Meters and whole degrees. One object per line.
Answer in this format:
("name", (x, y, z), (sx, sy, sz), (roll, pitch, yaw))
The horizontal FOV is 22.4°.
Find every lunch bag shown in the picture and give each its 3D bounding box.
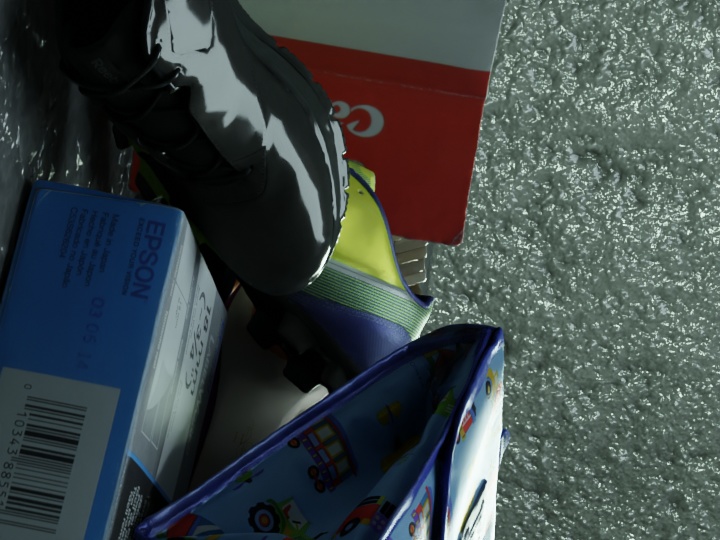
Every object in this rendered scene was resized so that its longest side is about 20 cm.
("lunch bag", (0.006, 0.122, 0.752), (0.200, 0.094, 0.151), (-44, 140, -46))

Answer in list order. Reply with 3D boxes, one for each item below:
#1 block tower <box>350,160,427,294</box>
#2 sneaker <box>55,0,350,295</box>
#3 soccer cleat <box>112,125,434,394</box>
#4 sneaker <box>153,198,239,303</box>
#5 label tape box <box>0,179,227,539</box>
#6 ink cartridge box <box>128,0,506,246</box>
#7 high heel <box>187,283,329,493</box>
("block tower", (0.000, 0.000, 0.924), (0.201, 0.054, 0.058), (90, -20, -51))
("sneaker", (-0.069, -0.073, 0.663), (0.201, 0.076, 0.091), (66, 31, -20))
("soccer cleat", (-0.038, -0.035, 0.790), (0.084, 0.065, 0.201), (-44, 115, -22))
("sneaker", (-0.058, -0.053, 0.910), (0.112, 0.077, 0.201), (58, 42, -83))
("label tape box", (-0.101, 0.068, 0.744), (0.200, 0.063, 0.145), (81, 20, -72))
("ink cartridge box", (-0.016, -0.120, 0.798), (0.050, 0.161, 0.201), (-77, 177, -85))
("high heel", (-0.065, 0.081, 0.840), (0.096, 0.067, 0.201), (-45, -162, 39))
